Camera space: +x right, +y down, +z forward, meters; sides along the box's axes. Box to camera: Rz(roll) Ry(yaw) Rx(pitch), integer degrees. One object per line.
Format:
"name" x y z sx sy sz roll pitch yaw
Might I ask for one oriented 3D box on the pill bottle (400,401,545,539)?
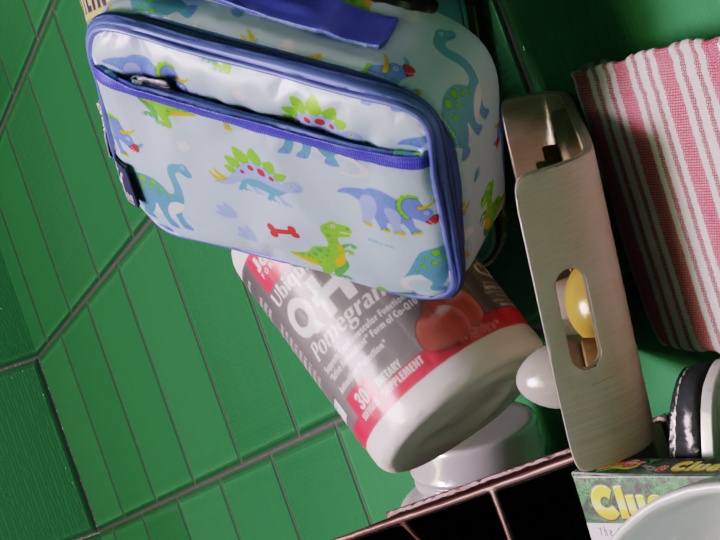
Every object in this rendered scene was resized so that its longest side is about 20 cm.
"pill bottle" 0.086 0.183 1.369 0.109 0.109 0.201 -153 47 -67

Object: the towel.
"towel" 0.158 -0.033 1.057 0.200 0.030 0.147 -179 71 -75

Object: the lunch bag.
"lunch bag" -0.032 -0.074 1.137 0.199 0.083 0.161 18 145 18

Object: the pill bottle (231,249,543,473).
"pill bottle" 0.000 0.000 1.257 0.200 0.110 0.111 53 158 18

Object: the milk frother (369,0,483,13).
"milk frother" 0.046 -0.215 1.056 0.200 0.180 0.189 -52 -16 -77

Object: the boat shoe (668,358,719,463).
"boat shoe" 0.159 0.128 1.116 0.060 0.076 0.201 8 121 27

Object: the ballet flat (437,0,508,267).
"ballet flat" 0.041 -0.098 1.304 0.071 0.070 0.201 -155 49 -67

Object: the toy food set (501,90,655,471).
"toy food set" 0.095 0.000 1.145 0.200 0.060 0.144 -89 -15 -75

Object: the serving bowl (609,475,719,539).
"serving bowl" 0.190 0.170 0.962 0.200 0.066 0.201 19 120 37

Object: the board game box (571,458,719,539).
"board game box" 0.184 0.133 1.022 0.200 0.023 0.105 -4 109 48

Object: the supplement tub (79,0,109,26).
"supplement tub" -0.096 -0.203 1.267 0.144 0.144 0.201 177 75 -73

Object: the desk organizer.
"desk organizer" 0.077 0.145 1.238 0.200 0.077 0.072 -24 84 38
